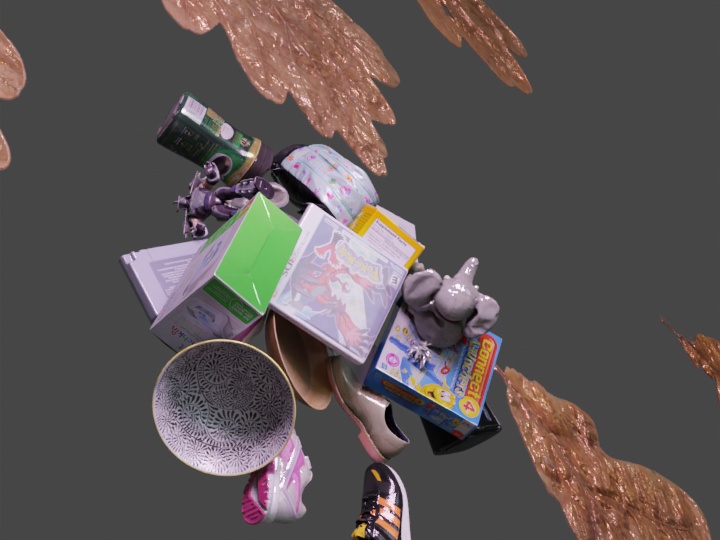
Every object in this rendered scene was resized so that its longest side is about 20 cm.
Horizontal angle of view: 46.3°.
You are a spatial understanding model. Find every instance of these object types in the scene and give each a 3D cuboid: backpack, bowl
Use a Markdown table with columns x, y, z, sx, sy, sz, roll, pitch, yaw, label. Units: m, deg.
| x | y | z | sx | sy | sz | roll | pitch | yaw | label |
| --- | --- | --- | --- | --- | --- | --- | --- | --- | --- |
| -0.062 | -0.148 | 1.552 | 0.200 | 0.127 | 0.167 | 38 | -7 | 47 | backpack |
| -0.187 | 0.177 | 1.193 | 0.200 | 0.201 | 0.094 | 40 | 12 | -11 | bowl |

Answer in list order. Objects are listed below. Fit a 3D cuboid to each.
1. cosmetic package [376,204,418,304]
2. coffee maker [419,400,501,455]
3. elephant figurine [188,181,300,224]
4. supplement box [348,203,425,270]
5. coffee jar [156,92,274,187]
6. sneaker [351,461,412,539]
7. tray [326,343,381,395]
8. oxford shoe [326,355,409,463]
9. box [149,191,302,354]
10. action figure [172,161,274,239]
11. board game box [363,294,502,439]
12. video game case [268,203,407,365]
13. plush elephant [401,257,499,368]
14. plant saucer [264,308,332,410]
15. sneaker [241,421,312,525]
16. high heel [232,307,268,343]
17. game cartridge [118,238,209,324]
| x | y | z | sx | sy | sz | roll | pitch | yaw | label |
| --- | --- | --- | --- | --- | --- | --- | --- | --- | --- |
| 0.046 | -0.039 | 1.711 | 0.150 | 0.052 | 0.201 | 28 | 41 | -29 | cosmetic package |
| 0.144 | 0.226 | 1.527 | 0.190 | 0.135 | 0.201 | -7 | 61 | -31 | coffee maker |
| -0.181 | -0.092 | 1.473 | 0.201 | 0.141 | 0.155 | 55 | 4 | 35 | elephant figurine |
| 0.000 | 0.000 | 1.449 | 0.109 | 0.201 | 0.110 | 38 | 1 | -14 | supplement box |
| -0.258 | -0.224 | 1.518 | 0.199 | 0.104 | 0.086 | 33 | 42 | -22 | coffee jar |
| 0.025 | 0.386 | 1.292 | 0.089 | 0.070 | 0.202 | 20 | 47 | -38 | sneaker |
| -0.020 | 0.139 | 1.509 | 0.201 | 0.022 | 0.107 | 52 | 37 | 4 | tray |
| 0.014 | 0.221 | 1.415 | 0.201 | 0.074 | 0.071 | 58 | 22 | 7 | oxford shoe |
| -0.195 | 0.014 | 1.250 | 0.097 | 0.176 | 0.201 | 41 | 39 | -18 | box |
| -0.233 | -0.113 | 1.385 | 0.069 | 0.198 | 0.132 | 11 | 82 | -59 | action figure |
| 0.128 | 0.154 | 1.441 | 0.195 | 0.056 | 0.201 | 29 | 48 | -4 | board game box |
| -0.040 | 0.021 | 1.339 | 0.199 | 0.023 | 0.183 | 34 | 66 | -15 | video game case |
| 0.149 | 0.048 | 1.387 | 0.164 | 0.155 | 0.201 | 31 | 47 | -3 | plush elephant |
| -0.105 | 0.133 | 1.365 | 0.201 | 0.035 | 0.201 | -90 | 154 | -51 | plant saucer |
| -0.117 | 0.284 | 1.238 | 0.088 | 0.081 | 0.202 | 29 | 47 | -31 | sneaker |
| -0.202 | 0.087 | 1.340 | 0.095 | 0.068 | 0.201 | 13 | 49 | -7 | high heel |
| -0.274 | 0.020 | 1.341 | 0.199 | 0.040 | 0.134 | -13 | 65 | -51 | game cartridge |
